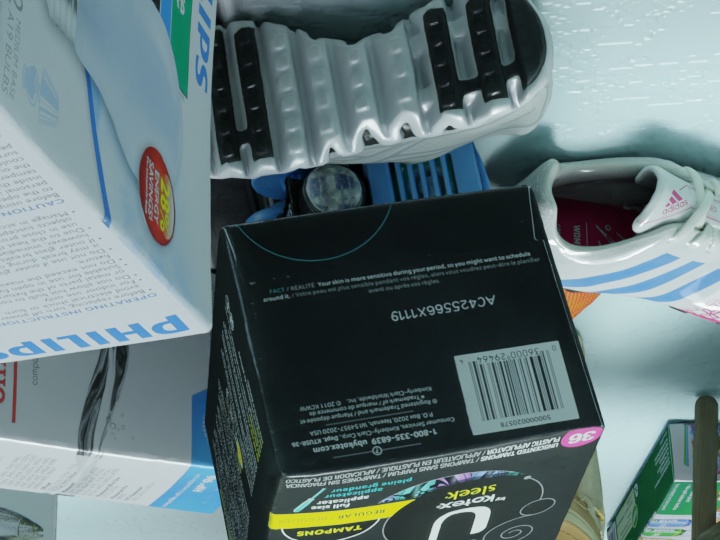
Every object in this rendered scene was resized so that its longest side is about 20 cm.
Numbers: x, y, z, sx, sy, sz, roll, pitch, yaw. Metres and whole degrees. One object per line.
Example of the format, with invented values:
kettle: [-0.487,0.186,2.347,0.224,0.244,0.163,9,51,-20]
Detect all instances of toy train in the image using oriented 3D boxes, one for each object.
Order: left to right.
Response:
toy train: [0.000,0.000,1.280,0.114,0.087,0.200,-4,155,-10]

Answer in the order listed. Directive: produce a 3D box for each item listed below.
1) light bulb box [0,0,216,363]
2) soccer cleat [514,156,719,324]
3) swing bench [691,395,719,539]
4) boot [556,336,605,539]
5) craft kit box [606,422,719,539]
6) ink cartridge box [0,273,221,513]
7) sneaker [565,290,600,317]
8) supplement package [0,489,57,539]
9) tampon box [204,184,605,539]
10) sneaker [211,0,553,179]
light bulb box: [-0.142,-0.093,0.937,0.124,0.199,0.200,-8,155,17]
soccer cleat: [0.167,-0.017,1.269,0.199,0.070,0.086,4,154,-12]
swing bench: [0.266,0.148,1.439,0.130,0.200,0.199,34,144,-14]
boot: [0.097,0.101,1.411,0.073,0.156,0.200,-8,161,11]
craft kit box: [0.278,0.156,1.678,0.197,0.049,0.200,-2,155,-7]
ink cartridge box: [-0.158,0.053,1.338,0.199,0.116,0.068,9,152,-24]
sneaker: [0.069,0.041,1.379,0.073,0.077,0.200,15,148,-29]
supplement package: [-0.239,0.187,1.514,0.116,0.201,0.117,1,155,-7]
tampon box: [0.013,0.072,1.191,0.149,0.127,0.200,-9,152,-10]
sneaker: [-0.008,-0.073,1.145,0.199,0.075,0.081,-6,163,10]
